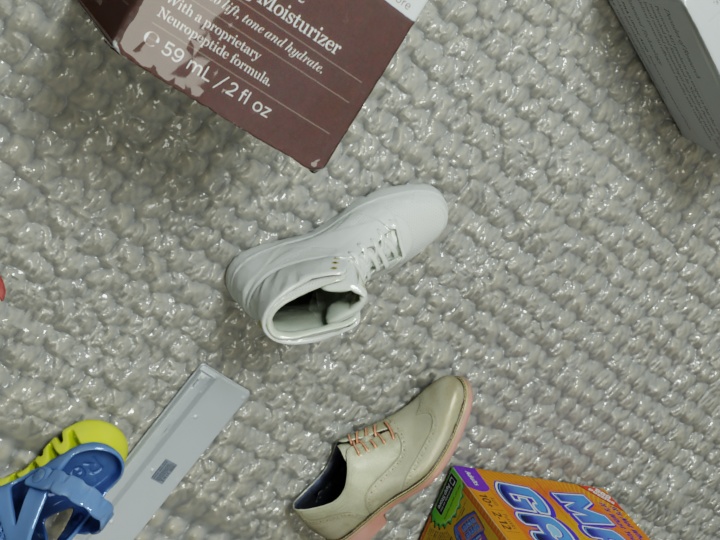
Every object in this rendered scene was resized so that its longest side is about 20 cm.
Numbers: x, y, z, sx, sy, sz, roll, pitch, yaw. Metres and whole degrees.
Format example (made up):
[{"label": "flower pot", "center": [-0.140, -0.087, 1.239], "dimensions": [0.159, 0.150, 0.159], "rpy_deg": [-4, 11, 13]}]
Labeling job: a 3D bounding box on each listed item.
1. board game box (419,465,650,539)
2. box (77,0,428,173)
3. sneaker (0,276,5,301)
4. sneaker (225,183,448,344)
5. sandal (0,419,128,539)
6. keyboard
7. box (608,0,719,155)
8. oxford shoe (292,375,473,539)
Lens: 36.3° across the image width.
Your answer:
[{"label": "board game box", "center": [0.172, 0.338, 1.057], "dimensions": [0.198, 0.200, 0.202], "rpy_deg": [14, 108, -27]}, {"label": "box", "center": [-0.062, -0.208, 0.731], "dimensions": [0.165, 0.164, 0.201], "rpy_deg": [28, 100, -30]}, {"label": "sneaker", "center": [-0.352, 0.025, 0.776], "dimensions": [0.198, 0.078, 0.083], "rpy_deg": [-6, 120, -10]}, {"label": "sneaker", "center": [0.000, 0.000, 0.882], "dimensions": [0.198, 0.116, 0.074], "rpy_deg": [-25, 119, -12]}, {"label": "sandal", "center": [-0.270, 0.204, 0.880], "dimensions": [0.199, 0.087, 0.080], "rpy_deg": [-39, 124, 0]}, {"label": "keyboard", "center": [-0.176, 0.170, 0.949], "dimensions": [0.056, 0.011, 0.201], "rpy_deg": [35, 97, -36]}, {"label": "box", "center": [0.338, -0.223, 0.912], "dimensions": [0.199, 0.131, 0.200], "rpy_deg": [-41, 122, -1]}, {"label": "oxford shoe", "center": [0.021, 0.167, 0.994], "dimensions": [0.074, 0.071, 0.200], "rpy_deg": [37, 95, -29]}]
